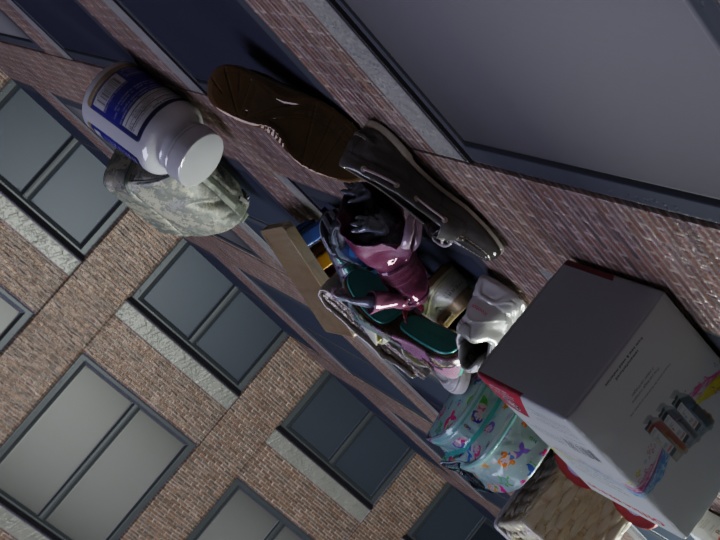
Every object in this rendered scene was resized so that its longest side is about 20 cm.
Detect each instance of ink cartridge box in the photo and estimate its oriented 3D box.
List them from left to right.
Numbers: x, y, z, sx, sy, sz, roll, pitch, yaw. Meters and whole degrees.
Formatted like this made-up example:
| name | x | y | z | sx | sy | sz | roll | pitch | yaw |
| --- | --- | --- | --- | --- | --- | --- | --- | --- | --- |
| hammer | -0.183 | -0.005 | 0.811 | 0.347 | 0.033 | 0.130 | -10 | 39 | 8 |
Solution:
| name | x | y | z | sx | sy | sz | roll | pitch | yaw |
| --- | --- | --- | --- | --- | --- | --- | --- | --- | --- |
| ink cartridge box | 0.243 | 0.117 | 1.149 | 0.200 | 0.145 | 0.145 | 45 | 169 | -29 |
| ink cartridge box | 0.479 | 0.375 | 1.741 | 0.162 | 0.050 | 0.200 | 46 | 166 | -32 |

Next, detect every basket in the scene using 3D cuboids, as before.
| name | x | y | z | sx | sy | sz | roll | pitch | yaw |
| --- | --- | --- | --- | --- | --- | --- | --- | --- | --- |
| basket | 0.299 | 0.308 | 1.700 | 0.136 | 0.200 | 0.123 | 39 | 165 | 3 |

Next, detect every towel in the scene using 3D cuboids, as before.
| name | x | y | z | sx | sy | sz | roll | pitch | yaw |
| --- | --- | --- | --- | --- | --- | --- | --- | --- | --- |
| towel | 0.038 | 0.062 | 1.813 | 0.200 | 0.133 | 0.034 | 42 | 128 | -4 |

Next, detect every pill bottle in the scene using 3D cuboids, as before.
| name | x | y | z | sx | sy | sz | roll | pitch | yaw |
| --- | --- | --- | --- | --- | --- | --- | --- | --- | --- |
| pill bottle | -0.303 | -0.212 | 1.848 | 0.200 | 0.120 | 0.120 | 36 | 170 | 23 |

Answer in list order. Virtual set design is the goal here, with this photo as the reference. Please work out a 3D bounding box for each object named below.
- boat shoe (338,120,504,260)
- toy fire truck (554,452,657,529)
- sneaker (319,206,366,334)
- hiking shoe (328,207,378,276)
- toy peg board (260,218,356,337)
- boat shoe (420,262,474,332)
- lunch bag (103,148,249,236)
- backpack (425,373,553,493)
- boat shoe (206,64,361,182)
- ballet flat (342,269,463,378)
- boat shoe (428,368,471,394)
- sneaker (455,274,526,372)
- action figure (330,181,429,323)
| name | x | y | z | sx | sy | sz | roll | pitch | yaw |
| --- | --- | --- | --- | --- | --- | --- | --- | --- | --- |
| boat shoe | 0.060 | -0.067 | 1.278 | 0.200 | 0.057 | 0.067 | 43 | 170 | -15 |
| toy fire truck | 0.298 | 0.170 | 1.372 | 0.200 | 0.112 | 0.168 | 32 | 144 | 39 |
| sneaker | 0.000 | 0.000 | 1.743 | 0.088 | 0.074 | 0.200 | -133 | 20 | -75 |
| hiking shoe | 0.032 | -0.023 | 1.616 | 0.087 | 0.075 | 0.200 | 12 | 160 | 34 |
| toy peg board | -0.049 | -0.008 | 1.966 | 0.199 | 0.098 | 0.200 | 57 | 168 | -8 |
| boat shoe | 0.118 | 0.058 | 1.593 | 0.066 | 0.074 | 0.200 | 43 | 172 | 19 |
| lunch bag | -0.297 | -0.146 | 2.091 | 0.168 | 0.140 | 0.200 | 11 | 157 | 37 |
| backpack | 0.192 | 0.209 | 1.703 | 0.150 | 0.178 | 0.200 | 36 | 168 | -11 |
| boat shoe | -0.067 | -0.164 | 1.351 | 0.200 | 0.072 | 0.072 | 28 | -160 | 9 |
| ballet flat | 0.051 | 0.075 | 1.558 | 0.200 | 0.069 | 0.071 | 34 | 141 | 31 |
| boat shoe | 0.094 | 0.097 | 1.722 | 0.068 | 0.072 | 0.200 | 7 | -145 | -22 |
| sneaker | 0.156 | 0.085 | 1.488 | 0.078 | 0.099 | 0.200 | 33 | 169 | 36 |
| action figure | 0.046 | -0.017 | 1.459 | 0.149 | 0.134 | 0.200 | 1 | 137 | 32 |
